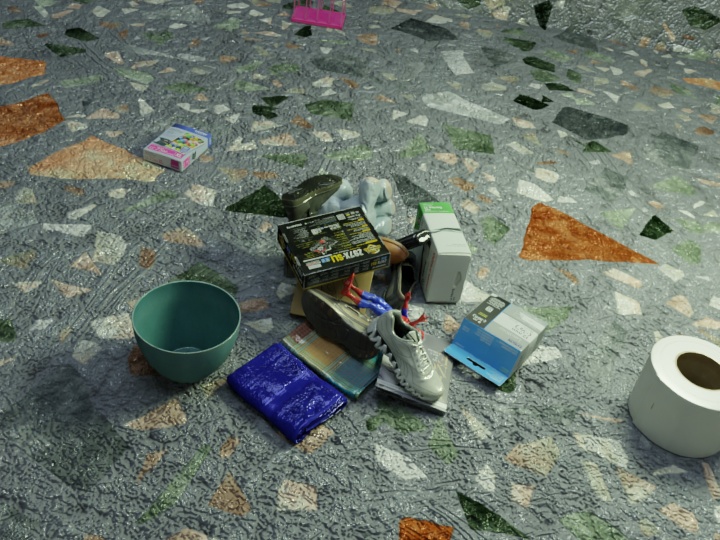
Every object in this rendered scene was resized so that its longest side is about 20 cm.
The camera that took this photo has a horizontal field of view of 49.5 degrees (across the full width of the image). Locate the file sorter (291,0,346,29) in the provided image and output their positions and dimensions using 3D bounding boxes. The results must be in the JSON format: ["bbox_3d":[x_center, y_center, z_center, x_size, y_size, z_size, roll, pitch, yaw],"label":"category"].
[{"bbox_3d":[-0.154,-1.025,2.991,0.198,0.126,0.140,9,37,0],"label":"file sorter"}]

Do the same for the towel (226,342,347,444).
[{"bbox_3d":[-0.140,0.225,1.485,0.199,0.050,0.147,33,43,27],"label":"towel"}]

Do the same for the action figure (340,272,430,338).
[{"bbox_3d":[0.067,0.068,1.595,0.199,0.099,0.065,39,29,-13],"label":"action figure"}]

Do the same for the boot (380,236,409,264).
[{"bbox_3d":[0.000,0.000,1.744,0.198,0.077,0.156,6,48,18],"label":"boot"}]

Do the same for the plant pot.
[{"bbox_3d":[-0.330,0.135,1.488,0.198,0.136,0.201,6,39,-4],"label":"plant pot"}]

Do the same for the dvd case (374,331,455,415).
[{"bbox_3d":[0.115,0.193,1.585,0.147,0.016,0.201,21,39,-2],"label":"dvd case"}]

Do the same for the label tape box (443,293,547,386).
[{"bbox_3d":[0.288,0.142,1.654,0.143,0.067,0.199,31,36,24],"label":"label tape box"}]

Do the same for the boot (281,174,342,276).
[{"bbox_3d":[-0.109,-0.103,1.779,0.181,0.202,0.072,-28,38,-31],"label":"boot"}]

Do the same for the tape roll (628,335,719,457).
[{"bbox_3d":[0.652,0.247,1.549,0.200,0.140,0.204,6,38,-5],"label":"tape roll"}]

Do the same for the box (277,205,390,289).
[{"bbox_3d":[-0.058,-0.051,1.649,0.198,0.050,0.160,-15,51,-21],"label":"box"}]

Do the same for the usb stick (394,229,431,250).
[{"bbox_3d":[0.092,-0.058,1.799,0.055,0.199,0.033,-25,92,-30],"label":"usb stick"}]

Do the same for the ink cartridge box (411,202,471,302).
[{"bbox_3d":[0.181,-0.042,1.809,0.082,0.148,0.201,0,38,-12],"label":"ink cartridge box"}]

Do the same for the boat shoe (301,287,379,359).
[{"bbox_3d":[-0.034,0.103,1.596,0.199,0.075,0.073,39,34,11],"label":"boat shoe"}]

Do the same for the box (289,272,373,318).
[{"bbox_3d":[-0.056,0.016,1.697,0.162,0.021,0.202,11,74,4],"label":"box"}]

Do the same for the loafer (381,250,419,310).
[{"bbox_3d":[0.103,0.019,1.769,0.072,0.063,0.201,39,41,-14],"label":"loafer"}]

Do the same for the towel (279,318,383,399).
[{"bbox_3d":[-0.045,0.165,1.583,0.199,0.022,0.146,34,43,17],"label":"towel"}]

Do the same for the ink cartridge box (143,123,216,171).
[{"bbox_3d":[-0.491,-0.346,2.140,0.118,0.042,0.200,19,37,11],"label":"ink cartridge box"}]

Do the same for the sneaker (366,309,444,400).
[{"bbox_3d":[0.097,0.164,1.511,0.201,0.081,0.075,51,42,5],"label":"sneaker"}]

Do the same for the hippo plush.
[{"bbox_3d":[-0.019,-0.142,1.932,0.159,0.159,0.202,12,77,32],"label":"hippo plush"}]
